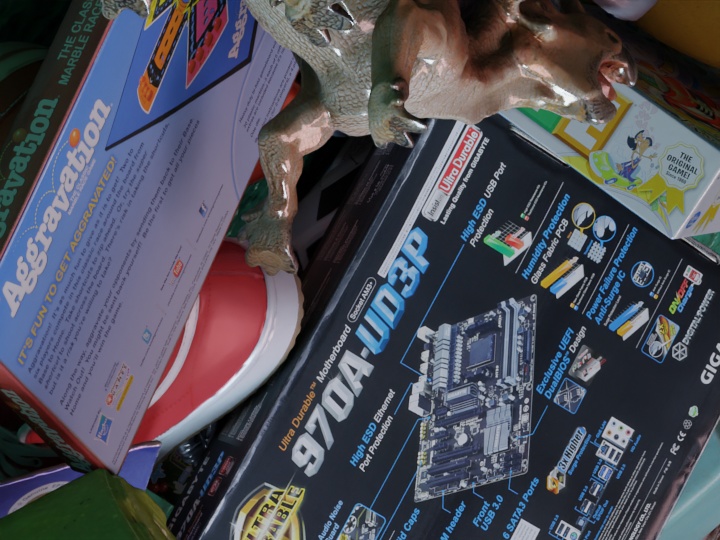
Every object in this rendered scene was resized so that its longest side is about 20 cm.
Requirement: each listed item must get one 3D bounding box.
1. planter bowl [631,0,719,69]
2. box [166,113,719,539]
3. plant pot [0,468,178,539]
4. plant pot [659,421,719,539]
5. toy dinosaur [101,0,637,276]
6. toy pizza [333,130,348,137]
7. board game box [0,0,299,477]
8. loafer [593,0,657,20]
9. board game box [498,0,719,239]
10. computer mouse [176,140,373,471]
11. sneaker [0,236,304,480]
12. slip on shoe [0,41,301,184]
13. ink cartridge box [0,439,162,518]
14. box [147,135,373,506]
[{"bbox_3d":[0.128,-0.140,1.008,0.083,0.201,0.201,-2,151,-1],"label":"planter bowl"},{"bbox_3d":[0.040,0.055,1.040,0.201,0.159,0.046,-62,-160,-7],"label":"box"},{"bbox_3d":[-0.112,0.161,0.835,0.190,0.200,0.200,-36,160,-1],"label":"plant pot"},{"bbox_3d":[0.075,0.086,1.250,0.200,0.142,0.141,-30,169,24],"label":"plant pot"},{"bbox_3d":[-0.006,-0.095,0.850,0.200,0.086,0.136,56,39,-32],"label":"toy dinosaur"},{"bbox_3d":[0.037,-0.137,1.027,0.200,0.032,0.200,-50,165,-19],"label":"toy pizza"},{"bbox_3d":[-0.061,-0.048,0.864,0.201,0.019,0.103,-67,151,-20],"label":"board game box"},{"bbox_3d":[0.045,-0.152,0.884,0.063,0.072,0.200,-40,133,17],"label":"loafer"},{"bbox_3d":[0.090,-0.066,1.021,0.034,0.134,0.200,-57,166,13],"label":"board game box"},{"bbox_3d":[0.000,0.000,1.084,0.200,0.110,0.044,-38,-159,-4],"label":"computer mouse"},{"bbox_3d":[-0.119,0.058,0.996,0.200,0.071,0.112,-47,152,23],"label":"sneaker"},{"bbox_3d":[-0.068,-0.039,0.946,0.074,0.061,0.200,-59,160,17],"label":"slip on shoe"},{"bbox_3d":[-0.166,0.150,0.989,0.196,0.043,0.200,-15,151,-26],"label":"ink cartridge box"},{"bbox_3d":[0.016,0.038,1.149,0.200,0.137,0.039,-56,180,16],"label":"box"}]
